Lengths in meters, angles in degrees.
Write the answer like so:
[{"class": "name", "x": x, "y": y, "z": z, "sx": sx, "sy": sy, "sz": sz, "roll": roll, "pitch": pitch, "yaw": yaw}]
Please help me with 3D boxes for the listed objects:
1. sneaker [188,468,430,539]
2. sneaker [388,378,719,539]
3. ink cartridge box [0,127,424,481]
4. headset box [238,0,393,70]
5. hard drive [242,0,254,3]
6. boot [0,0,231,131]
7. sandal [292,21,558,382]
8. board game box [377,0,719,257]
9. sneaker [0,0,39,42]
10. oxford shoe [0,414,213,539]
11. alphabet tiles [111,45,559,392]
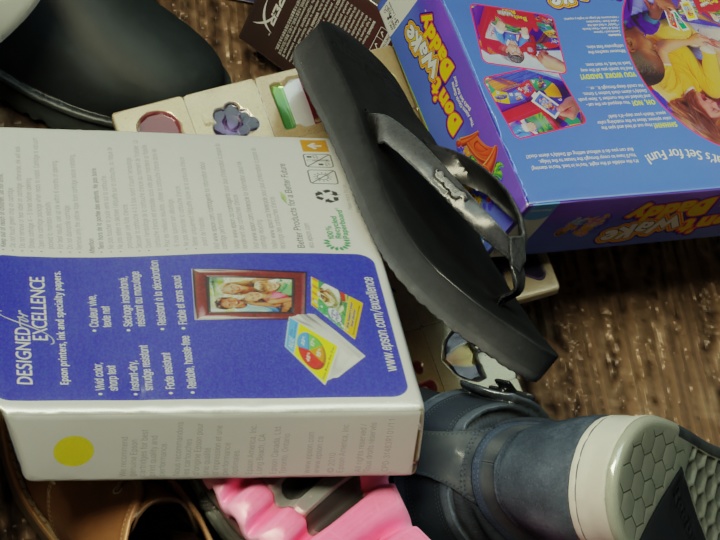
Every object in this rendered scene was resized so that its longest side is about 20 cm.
[{"class": "sneaker", "x": -0.005, "y": 0.128, "z": 0.899, "sx": 0.079, "sy": 0.096, "sz": 0.200, "roll": -25, "pitch": 59, "yaw": -37}, {"class": "sneaker", "x": 0.091, "y": 0.101, "z": 0.968, "sx": 0.202, "sy": 0.146, "sz": 0.077, "roll": 34, "pitch": 62, "yaw": -49}, {"class": "ink cartridge box", "x": -0.088, "y": 0.009, "z": 0.925, "sx": 0.199, "sy": 0.047, "sz": 0.198, "roll": -1, "pitch": 35, "yaw": -9}, {"class": "headset box", "x": 0.067, "y": -0.115, "z": 1.150, "sx": 0.200, "sy": 0.075, "sz": 0.149, "roll": 37, "pitch": 48, "yaw": 7}, {"class": "hard drive", "x": -0.100, "y": -0.224, "z": 1.230, "sx": 0.132, "sy": 0.025, "sz": 0.200, "roll": 10, "pitch": 47, "yaw": -12}, {"class": "boot", "x": -0.138, "y": -0.154, "z": 1.053, "sx": 0.200, "sy": 0.168, "sz": 0.077, "roll": 22, "pitch": 45, "yaw": -1}, {"class": "sandal", "x": 0.027, "y": -0.039, "z": 0.973, "sx": 0.076, "sy": 0.043, "sz": 0.200, "roll": 26, "pitch": 28, "yaw": -50}, {"class": "board game box", "x": 0.121, "y": -0.081, "z": 1.068, "sx": 0.200, "sy": 0.045, "sz": 0.135, "roll": -5, "pitch": 62, "yaw": -32}, {"class": "sneaker", "x": -0.194, "y": -0.084, "z": 0.951, "sx": 0.071, "sy": 0.073, "sz": 0.200, "roll": 28, "pitch": 49, "yaw": 35}, {"class": "oxford shoe", "x": -0.088, "y": 0.090, "z": 0.920, "sx": 0.071, "sy": 0.071, "sz": 0.200, "roll": -10, "pitch": 52, "yaw": -26}, {"class": "alphabet tiles", "x": 0.000, "y": 0.000, "z": 1.026, "sx": 0.167, "sy": 0.008, "sz": 0.200, "roll": -15, "pitch": 71, "yaw": -15}]
